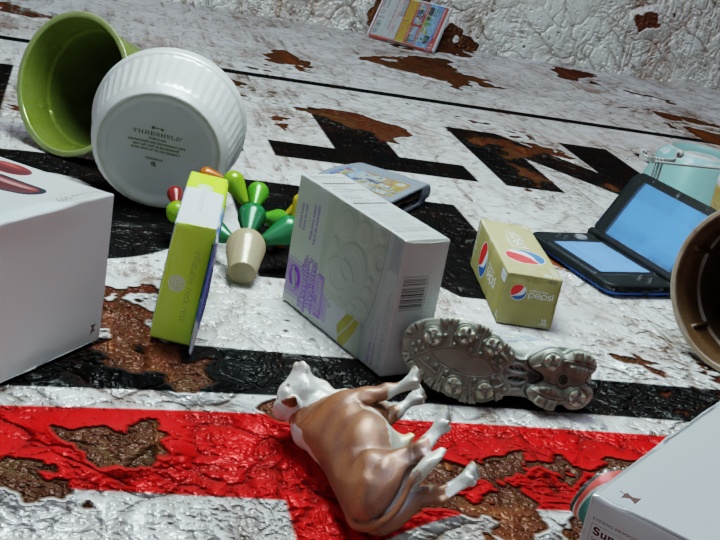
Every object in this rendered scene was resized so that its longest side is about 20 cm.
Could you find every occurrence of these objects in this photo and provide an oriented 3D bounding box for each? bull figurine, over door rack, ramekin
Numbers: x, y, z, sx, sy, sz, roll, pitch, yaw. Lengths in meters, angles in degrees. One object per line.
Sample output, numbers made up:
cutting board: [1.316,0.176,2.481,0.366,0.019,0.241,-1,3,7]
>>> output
bull figurine: [0.006,0.131,0.933,0.121,0.065,0.200,-27,36,-6]
over door rack: [0.491,-0.098,1.755,0.199,0.148,0.067,9,25,-6]
ramekin: [-0.247,-0.170,1.477,0.201,0.203,0.094,10,32,-4]

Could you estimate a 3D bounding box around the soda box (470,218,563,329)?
soda box: [0.186,0.001,1.427,0.067,0.064,0.200,9,20,-7]

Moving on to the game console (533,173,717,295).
game console: [0.361,-0.055,1.601,0.170,0.119,0.200,1,21,-28]

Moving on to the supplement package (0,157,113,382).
supplement package: [-0.357,-0.011,1.023,0.199,0.148,0.191,18,20,21]

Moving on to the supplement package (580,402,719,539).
supplement package: [0.203,0.208,0.629,0.147,0.201,0.191,23,23,31]

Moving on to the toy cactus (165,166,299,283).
toy cactus: [-0.134,-0.042,1.361,0.199,0.103,0.165,12,38,-7]

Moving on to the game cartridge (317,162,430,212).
game cartridge: [0.006,-0.114,1.689,0.133,0.042,0.200,23,22,18]

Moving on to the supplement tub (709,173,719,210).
supplement tub: [0.546,-0.063,1.601,0.144,0.201,0.145,10,19,-4]

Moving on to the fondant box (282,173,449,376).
fondant box: [0.000,0.000,1.201,0.058,0.145,0.200,-3,24,-33]

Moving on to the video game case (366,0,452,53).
video game case: [0.134,-0.678,3.205,0.199,0.144,0.017,18,-17,18]

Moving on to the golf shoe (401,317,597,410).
golf shoe: [0.129,0.089,1.158,0.199,0.079,0.097,15,6,-12]

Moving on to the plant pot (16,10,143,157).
plant pot: [-0.356,-0.255,1.693,0.199,0.201,0.190,21,8,25]

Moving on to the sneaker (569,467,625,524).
sneaker: [0.264,0.208,0.913,0.199,0.071,0.094,6,38,-22]

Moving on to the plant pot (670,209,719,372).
plant pot: [0.497,0.023,1.376,0.200,0.201,0.198,26,16,36]

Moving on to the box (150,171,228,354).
box: [-0.168,-0.012,1.171,0.047,0.123,0.200,13,19,-7]

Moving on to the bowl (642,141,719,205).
bowl: [0.578,-0.158,2.032,0.200,0.106,0.201,10,18,-3]
